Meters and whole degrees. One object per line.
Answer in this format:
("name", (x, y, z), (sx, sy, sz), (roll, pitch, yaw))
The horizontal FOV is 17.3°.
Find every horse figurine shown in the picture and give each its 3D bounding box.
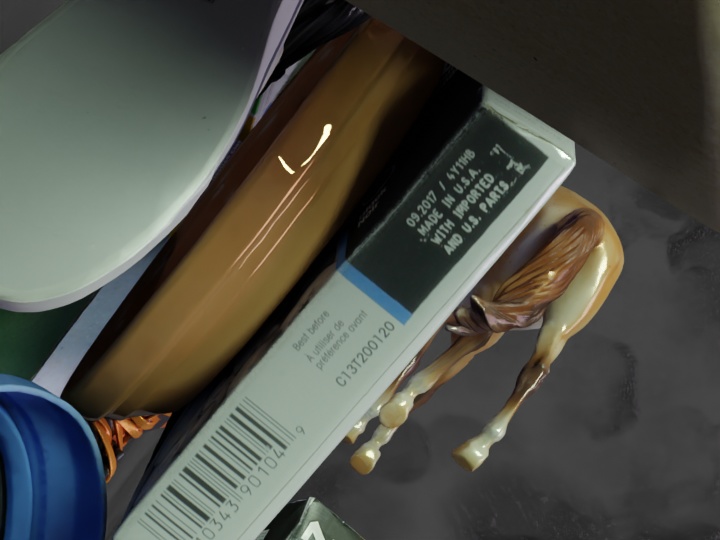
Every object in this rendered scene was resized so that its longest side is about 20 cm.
("horse figurine", (0.047, 0.011, 0.857), (0.133, 0.050, 0.200), (-54, -173, -14))

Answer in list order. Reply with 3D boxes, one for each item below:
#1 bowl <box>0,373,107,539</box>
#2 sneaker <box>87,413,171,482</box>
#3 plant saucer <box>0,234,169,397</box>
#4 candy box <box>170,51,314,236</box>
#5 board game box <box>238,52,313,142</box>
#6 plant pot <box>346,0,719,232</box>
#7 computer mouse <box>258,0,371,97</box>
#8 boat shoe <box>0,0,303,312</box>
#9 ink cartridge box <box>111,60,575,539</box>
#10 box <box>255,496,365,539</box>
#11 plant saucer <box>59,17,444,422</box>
("bowl", (-0.158, 0.121, 0.756), (0.201, 0.039, 0.201), (-46, 150, -37))
("sneaker", (-0.093, 0.057, 1.045), (0.200, 0.078, 0.112), (-24, -164, 35))
("plant saucer", (-0.143, 0.056, 0.909), (0.201, 0.039, 0.201), (-57, 179, -1))
("candy box", (-0.025, -0.085, 1.059), (0.200, 0.026, 0.102), (-51, -154, -9))
("board game box", (-0.002, -0.163, 0.983), (0.200, 0.040, 0.153), (-56, 179, -18))
("plant pot", (0.060, -0.158, 0.542), (0.200, 0.200, 0.177), (-56, 166, -6))
("computer mouse", (-0.011, -0.121, 0.828), (0.140, 0.046, 0.200), (-33, -149, 41))
("boat shoe", (-0.059, -0.068, 0.708), (0.066, 0.072, 0.200), (106, 9, -70))
("ink cartridge box", (0.000, 0.000, 0.841), (0.198, 0.043, 0.200), (-50, -174, 16))
("box", (-0.091, 0.170, 0.852), (0.200, 0.049, 0.160), (-22, -150, 52))
("plant saucer", (-0.032, -0.023, 0.832), (0.200, 0.037, 0.200), (-52, -173, 9))
